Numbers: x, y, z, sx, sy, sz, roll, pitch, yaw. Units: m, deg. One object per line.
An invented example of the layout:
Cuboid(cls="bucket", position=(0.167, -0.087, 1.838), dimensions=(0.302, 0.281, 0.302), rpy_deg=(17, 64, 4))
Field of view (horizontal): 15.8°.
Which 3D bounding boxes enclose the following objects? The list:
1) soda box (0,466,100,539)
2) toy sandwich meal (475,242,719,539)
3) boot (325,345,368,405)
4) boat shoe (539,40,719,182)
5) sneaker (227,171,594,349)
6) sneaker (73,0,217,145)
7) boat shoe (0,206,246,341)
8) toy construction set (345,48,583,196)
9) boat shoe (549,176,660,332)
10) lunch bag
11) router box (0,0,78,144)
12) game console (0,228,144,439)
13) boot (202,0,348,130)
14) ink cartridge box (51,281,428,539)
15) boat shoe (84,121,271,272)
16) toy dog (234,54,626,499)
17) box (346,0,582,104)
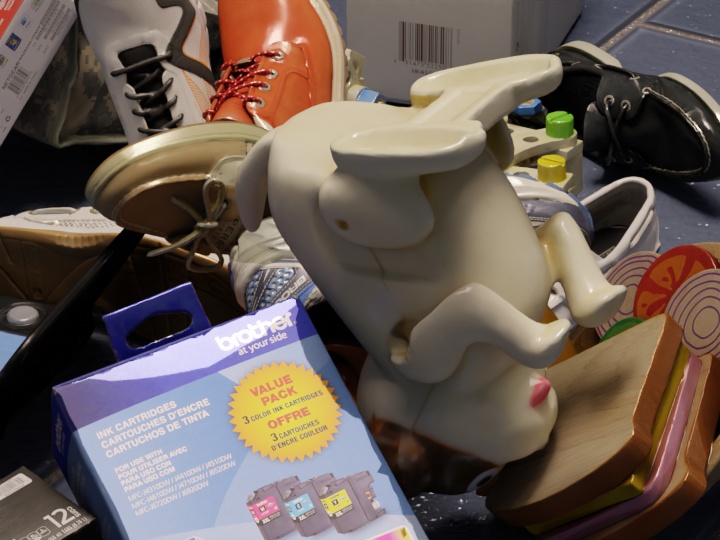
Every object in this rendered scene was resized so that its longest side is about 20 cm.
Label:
Cuboid(cls="soda box", position=(-0.213, 0.176, 1.208), dimensions=(0.200, 0.071, 0.063), rpy_deg=(-30, 40, -30))
Cuboid(cls="toy sandwich meal", position=(0.131, 0.061, 1.344), dimensions=(0.070, 0.205, 0.205), rpy_deg=(35, 17, -26))
Cuboid(cls="boot", position=(-0.027, 0.090, 1.387), dimensions=(0.154, 0.074, 0.200), rpy_deg=(-6, 34, -22))
Cuboid(cls="boat shoe", position=(0.168, -0.100, 1.716), dimensions=(0.066, 0.075, 0.199), rpy_deg=(-19, 34, -26))
Cuboid(cls="sneaker", position=(0.032, 0.011, 1.403), dimensions=(0.199, 0.077, 0.085), rpy_deg=(-13, 50, -1))
Cuboid(cls="sneaker", position=(-0.120, -0.110, 1.619), dimensions=(0.073, 0.200, 0.080), rpy_deg=(-18, 36, 14))
Cuboid(cls="boat shoe", position=(-0.137, -0.008, 1.555), dimensions=(0.199, 0.071, 0.069), rpy_deg=(12, 31, 22))
Cuboid(cls="toy construction set", position=(0.060, -0.076, 1.667), dimensions=(0.200, 0.092, 0.131), rpy_deg=(28, 38, 22))
Cuboid(cls="boat shoe", position=(0.115, 0.002, 1.541), dimensions=(0.072, 0.066, 0.200), rpy_deg=(25, 38, 36))
Cuboid(cls="lunch bag", position=(-0.177, -0.154, 1.760), dimensions=(0.164, 0.118, 0.200), rpy_deg=(24, 22, 37))
Cuboid(cls="router box", position=(-0.295, -0.119, 1.650), dimensions=(0.179, 0.201, 0.049), rpy_deg=(26, -6, 38))
Cuboid(cls="game console", position=(-0.218, 0.029, 1.444), dimensions=(0.175, 0.117, 0.200), rpy_deg=(10, 30, 17))
Cuboid(cls="boot", position=(-0.059, -0.112, 1.603), dimensions=(0.075, 0.201, 0.107), rpy_deg=(-25, -20, 29))
Cuboid(cls="ink cartridge box", position=(-0.063, 0.104, 1.252), dimensions=(0.136, 0.076, 0.200), rpy_deg=(-21, 63, -18))
Cuboid(cls="boat shoe", position=(-0.055, -0.036, 1.431), dimensions=(0.199, 0.073, 0.063), rpy_deg=(-1, 57, -33))
Cuboid(cls="toy dog", position=(0.031, 0.017, 1.287), dimensions=(0.193, 0.201, 0.140), rpy_deg=(-8, 18, 22))
Cuboid(cls="box", position=(0.078, -0.200, 1.868), dimensions=(0.124, 0.098, 0.200), rpy_deg=(10, 31, 17))
